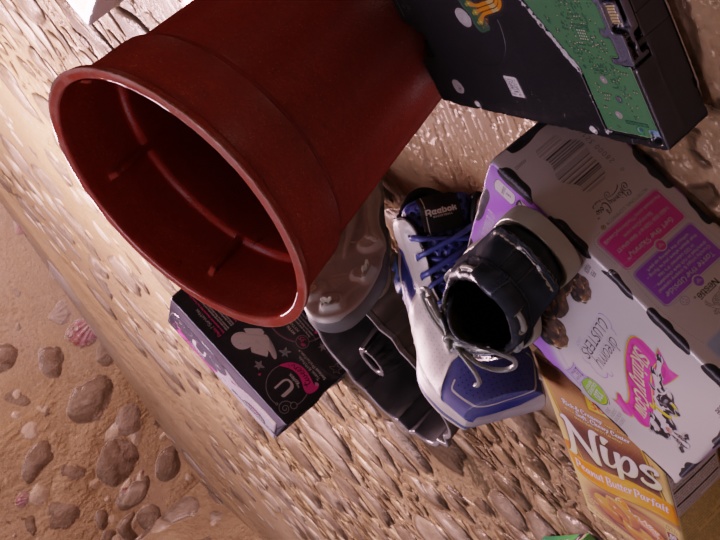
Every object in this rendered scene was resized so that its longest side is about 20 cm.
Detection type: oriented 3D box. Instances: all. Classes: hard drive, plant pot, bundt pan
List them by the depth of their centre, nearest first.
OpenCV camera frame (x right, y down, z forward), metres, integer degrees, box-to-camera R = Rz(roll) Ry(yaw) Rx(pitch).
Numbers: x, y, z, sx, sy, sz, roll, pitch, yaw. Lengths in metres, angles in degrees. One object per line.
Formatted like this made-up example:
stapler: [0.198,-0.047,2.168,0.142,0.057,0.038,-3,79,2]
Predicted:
hard drive: [0.085,-0.143,0.732,0.200,0.038,0.140,24,150,56]
plant pot: [-0.054,-0.104,0.855,0.201,0.195,0.201,31,152,19]
bundt pan: [0.036,0.059,1.224,0.202,0.076,0.202,43,162,18]

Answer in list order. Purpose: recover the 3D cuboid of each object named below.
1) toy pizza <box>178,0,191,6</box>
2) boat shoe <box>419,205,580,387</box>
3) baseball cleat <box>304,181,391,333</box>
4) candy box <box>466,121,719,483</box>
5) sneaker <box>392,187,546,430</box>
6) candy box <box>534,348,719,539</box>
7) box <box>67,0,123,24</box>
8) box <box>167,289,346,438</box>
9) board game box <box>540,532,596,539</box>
toy pizza: [-0.078,-0.172,1.033,0.200,0.032,0.200,36,164,12]
boat shoe: [0.077,0.023,0.823,0.075,0.062,0.200,47,164,4]
baseball cleat: [0.000,0.000,1.065,0.070,0.200,0.107,-6,127,14]
candy box: [0.161,0.017,0.826,0.200,0.072,0.168,45,163,15]
sneaker: [0.063,0.010,0.982,0.115,0.080,0.200,78,173,-46]
candy box: [0.204,0.132,0.995,0.115,0.055,0.200,34,157,44]
box: [-0.190,-0.280,1.014,0.113,0.101,0.200,50,163,-6]
box: [-0.123,0.085,1.613,0.200,0.115,0.132,48,163,5]
board game box: [0.262,0.347,1.362,0.200,0.029,0.135,49,164,2]
